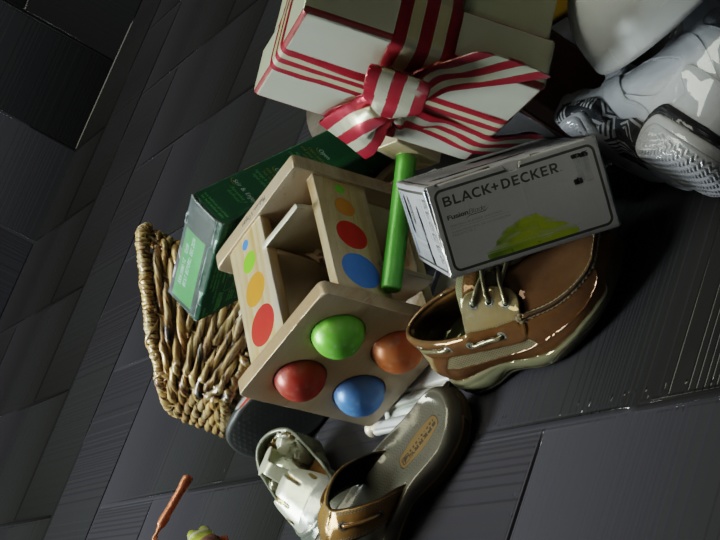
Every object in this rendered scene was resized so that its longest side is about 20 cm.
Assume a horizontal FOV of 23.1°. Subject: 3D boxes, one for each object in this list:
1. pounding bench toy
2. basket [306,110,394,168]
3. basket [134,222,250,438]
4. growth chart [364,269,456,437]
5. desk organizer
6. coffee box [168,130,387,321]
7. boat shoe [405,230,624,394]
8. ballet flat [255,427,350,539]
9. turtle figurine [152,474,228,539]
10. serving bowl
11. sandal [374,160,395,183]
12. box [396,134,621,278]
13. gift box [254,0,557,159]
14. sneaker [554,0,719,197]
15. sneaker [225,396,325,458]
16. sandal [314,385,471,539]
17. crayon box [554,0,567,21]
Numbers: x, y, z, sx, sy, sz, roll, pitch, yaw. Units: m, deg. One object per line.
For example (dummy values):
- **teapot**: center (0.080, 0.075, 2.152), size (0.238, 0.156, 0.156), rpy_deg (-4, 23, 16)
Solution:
- **pounding bench toy**: center (0.000, 0.000, 1.321), size (0.200, 0.123, 0.157), rpy_deg (-50, 38, 35)
- **basket**: center (0.045, -0.182, 1.540), size (0.200, 0.136, 0.181), rpy_deg (-52, 5, 39)
- **basket**: center (-0.155, 0.062, 1.610), size (0.200, 0.148, 0.144), rpy_deg (79, -144, -82)
- **growth chart**: center (0.064, 0.037, 1.361), size (0.201, 0.018, 0.145), rpy_deg (-67, 19, -12)
- **desk organizer**: center (0.108, -0.107, 1.363), size (0.200, 0.071, 0.077), rpy_deg (-27, 37, 59)
- **coffee box**: center (-0.067, -0.046, 1.479), size (0.199, 0.044, 0.123), rpy_deg (-29, -28, -36)
- **boat shoe**: center (0.098, 0.026, 1.198), size (0.200, 0.073, 0.076), rpy_deg (-39, 30, 49)
- **ballet flat**: center (-0.046, 0.176, 1.391), size (0.068, 0.063, 0.200), rpy_deg (-61, 19, 4)
- **turtle figurine**: center (-0.098, 0.253, 1.271), size (0.064, 0.160, 0.201), rpy_deg (-40, 28, 47)
- **serving bowl**: center (0.197, -0.220, 1.117), size (0.200, 0.066, 0.200), rpy_deg (-48, 9, 10)
- **sandal**: center (0.021, -0.040, 1.486), size (0.078, 0.069, 0.211), rpy_deg (-58, -17, 23)
- **box**: center (0.092, -0.045, 1.173), size (0.200, 0.116, 0.061), rpy_deg (-148, 41, -84)
- **gift box**: center (0.049, -0.177, 1.153), size (0.185, 0.198, 0.188), rpy_deg (125, 160, -74)
- **sneaker**: center (0.203, -0.118, 1.127), size (0.116, 0.075, 0.200), rpy_deg (-60, 22, 0)
- **sneaker**: center (-0.046, 0.067, 1.539), size (0.202, 0.067, 0.108), rpy_deg (-51, 20, 21)
- **sandal**: center (0.007, 0.165, 1.260), size (0.201, 0.054, 0.082), rpy_deg (-55, 36, 13)
- **crayon box**: center (0.109, -0.193, 1.329), size (0.199, 0.052, 0.126), rpy_deg (-32, 2, 6)
